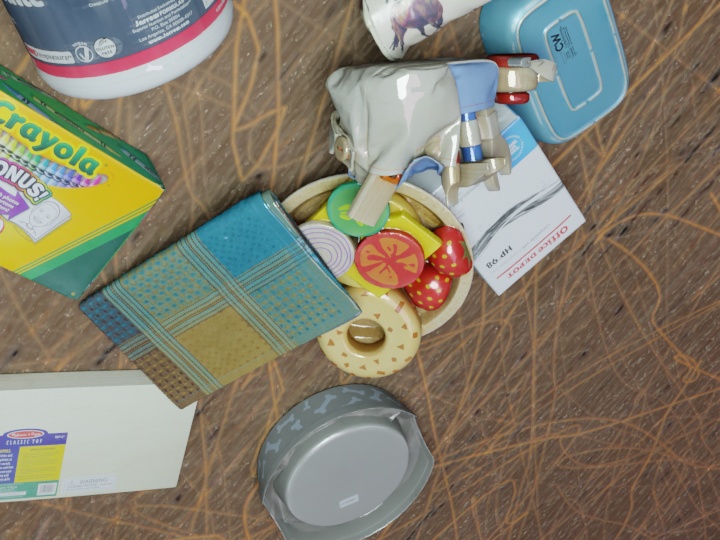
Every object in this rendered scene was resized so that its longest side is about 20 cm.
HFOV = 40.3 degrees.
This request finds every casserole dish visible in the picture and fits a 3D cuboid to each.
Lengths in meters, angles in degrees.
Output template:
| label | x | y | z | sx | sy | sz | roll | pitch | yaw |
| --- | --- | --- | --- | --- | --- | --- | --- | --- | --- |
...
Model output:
| label | x | y | z | sx | sy | sz | roll | pitch | yaw |
| --- | --- | --- | --- | --- | --- | --- | --- | --- | --- |
| casserole dish | 0.183 | -0.195 | 0.886 | 0.121 | 0.039 | 0.200 | -35 | 131 | -2 |

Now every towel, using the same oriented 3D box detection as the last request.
| label | x | y | z | sx | sy | sz | roll | pitch | yaw |
| --- | --- | --- | --- | --- | --- | --- | --- | --- | --- |
| towel | -0.120 | 0.030 | 0.847 | 0.199 | 0.022 | 0.147 | -29 | 119 | 15 |

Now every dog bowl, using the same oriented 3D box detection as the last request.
| label | x | y | z | sx | sy | sz | roll | pitch | yaw |
| --- | --- | --- | --- | --- | --- | --- | --- | --- | --- |
| dog bowl | -0.020 | 0.207 | 1.053 | 0.199 | 0.059 | 0.201 | -14 | 128 | -18 |

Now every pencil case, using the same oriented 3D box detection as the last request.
| label | x | y | z | sx | sy | sz | roll | pitch | yaw |
| --- | --- | --- | --- | --- | --- | --- | --- | --- | --- |
| pencil case | 0.091 | -0.239 | 0.747 | 0.199 | 0.090 | 0.078 | -27 | 107 | 11 |

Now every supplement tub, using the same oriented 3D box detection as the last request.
| label | x | y | z | sx | sy | sz | roll | pitch | yaw |
| --- | --- | --- | --- | --- | --- | --- | --- | --- | --- |
| supplement tub | -0.170 | -0.222 | 0.606 | 0.140 | 0.140 | 0.200 | -25 | 131 | -10 |

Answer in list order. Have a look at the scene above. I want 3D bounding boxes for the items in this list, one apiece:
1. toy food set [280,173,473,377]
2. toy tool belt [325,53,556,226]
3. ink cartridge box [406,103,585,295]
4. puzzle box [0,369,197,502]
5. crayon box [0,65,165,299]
| label | x | y | z | sx | sy | sz | roll | pitch | yaw |
| --- | --- | --- | --- | --- | --- | --- | --- | --- | --- |
| toy food set | 0.000 | 0.000 | 0.874 | 0.198 | 0.049 | 0.200 | 35 | 124 | -19 |
| toy tool belt | 0.067 | -0.109 | 0.797 | 0.199 | 0.125 | 0.123 | -13 | 109 | -35 |
| ink cartridge box | 0.135 | -0.060 | 0.936 | 0.116 | 0.067 | 0.200 | -41 | 132 | 4 |
| puzzle box | -0.256 | 0.151 | 0.907 | 0.199 | 0.025 | 0.133 | 2 | 122 | -29 |
| crayon box | -0.260 | -0.074 | 0.719 | 0.200 | 0.058 | 0.119 | 32 | 104 | -40 |
